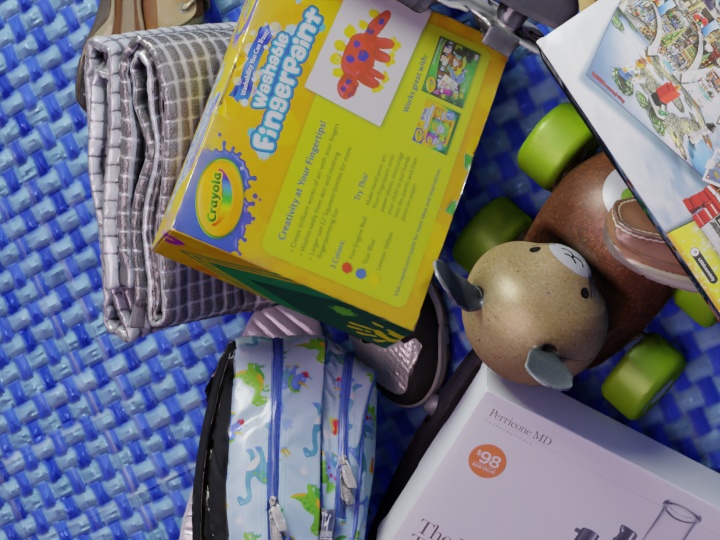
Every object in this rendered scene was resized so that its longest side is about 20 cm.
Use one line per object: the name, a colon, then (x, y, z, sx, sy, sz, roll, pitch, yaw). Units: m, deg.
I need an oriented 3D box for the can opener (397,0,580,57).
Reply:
can opener: (0.042, -0.197, 1.494, 0.199, 0.053, 0.067, 30, 110, -14)

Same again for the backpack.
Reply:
backpack: (-0.052, 0.142, 1.596, 0.152, 0.163, 0.202, -11, 77, -3)

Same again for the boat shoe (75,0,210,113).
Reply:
boat shoe: (-0.137, -0.189, 1.658, 0.073, 0.076, 0.201, 23, 119, 16)

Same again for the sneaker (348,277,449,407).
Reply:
sneaker: (0.000, 0.000, 1.613, 0.075, 0.088, 0.202, -12, 97, 28)

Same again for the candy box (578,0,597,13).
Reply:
candy box: (0.232, -0.157, 1.470, 0.198, 0.056, 0.118, -1, 99, 27)

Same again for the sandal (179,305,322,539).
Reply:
sandal: (-0.065, 0.123, 1.698, 0.079, 0.059, 0.208, 16, 88, 7)

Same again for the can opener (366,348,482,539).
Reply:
can opener: (0.056, 0.124, 1.626, 0.063, 0.079, 0.200, 39, 126, 7)

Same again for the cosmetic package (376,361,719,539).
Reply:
cosmetic package: (0.130, 0.165, 1.552, 0.199, 0.052, 0.151, 27, 113, -9)

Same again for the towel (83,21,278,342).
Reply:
towel: (-0.102, -0.061, 1.605, 0.085, 0.165, 0.202, 4, 101, 34)

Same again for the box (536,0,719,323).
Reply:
box: (0.211, -0.086, 1.396, 0.136, 0.038, 0.201, -33, 74, 1)

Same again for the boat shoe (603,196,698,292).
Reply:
boat shoe: (0.243, -0.033, 1.439, 0.198, 0.076, 0.072, 0, 128, -10)

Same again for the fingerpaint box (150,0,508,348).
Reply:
fingerpaint box: (-0.018, -0.077, 1.520, 0.166, 0.073, 0.201, 22, 74, -10)

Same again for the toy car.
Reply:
toy car: (0.121, 0.009, 1.483, 0.164, 0.200, 0.158, 42, 117, 14)
